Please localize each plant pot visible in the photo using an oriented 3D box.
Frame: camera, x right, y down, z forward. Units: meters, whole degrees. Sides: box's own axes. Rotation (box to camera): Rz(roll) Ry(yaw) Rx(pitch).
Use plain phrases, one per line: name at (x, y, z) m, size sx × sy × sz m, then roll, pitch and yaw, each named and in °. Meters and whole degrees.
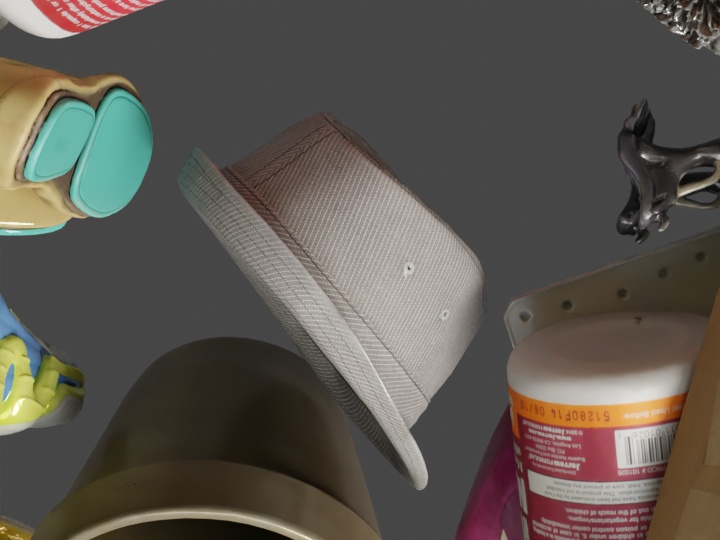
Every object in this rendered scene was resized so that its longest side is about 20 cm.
plant pot at (-0.071, 0.133, 1.343) m, size 0.198 × 0.174 × 0.201 m, roll 1°, pitch 130°, yaw 1°

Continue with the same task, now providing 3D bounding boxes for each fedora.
fedora at (0.000, 0.000, 1.263) m, size 0.090 × 0.177 × 0.200 m, roll -39°, pitch 123°, yaw -4°

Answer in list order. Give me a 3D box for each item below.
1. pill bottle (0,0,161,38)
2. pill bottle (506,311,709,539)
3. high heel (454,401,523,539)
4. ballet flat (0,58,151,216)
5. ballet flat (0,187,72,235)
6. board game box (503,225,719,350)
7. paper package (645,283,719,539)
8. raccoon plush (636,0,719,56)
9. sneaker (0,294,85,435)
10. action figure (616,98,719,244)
pill bottle at (-0.107, -0.167, 1.137) m, size 0.199 × 0.113 × 0.113 m, roll -19°, pitch 126°, yaw 17°
pill bottle at (0.132, 0.128, 1.246) m, size 0.109 × 0.110 × 0.201 m, roll -5°, pitch 104°, yaw 7°
high heel at (0.070, 0.148, 1.443) m, size 0.067 × 0.097 × 0.200 m, roll -4°, pitch 153°, yaw -14°
ballet flat at (-0.144, -0.068, 1.196) m, size 0.063 × 0.200 × 0.069 m, roll 25°, pitch 89°, yaw 9°
ballet flat at (-0.232, -0.061, 1.265) m, size 0.199 × 0.069 × 0.063 m, roll 7°, pitch 115°, yaw -5°
board game box at (0.192, 0.073, 1.306) m, size 0.199 × 0.026 × 0.201 m, roll -19°, pitch 104°, yaw 2°
paper package at (0.228, 0.116, 1.189) m, size 0.190 × 0.201 × 0.103 m, roll 25°, pitch 168°, yaw -41°
raccoon plush at (0.158, -0.173, 1.139) m, size 0.199 × 0.097 × 0.135 m, roll 24°, pitch 112°, yaw -9°
sneaker at (-0.184, 0.028, 1.290) m, size 0.075 × 0.200 × 0.106 m, roll -5°, pitch 94°, yaw 8°
action figure at (0.219, -0.042, 1.210) m, size 0.199 × 0.103 × 0.119 m, roll 11°, pitch 169°, yaw 14°
